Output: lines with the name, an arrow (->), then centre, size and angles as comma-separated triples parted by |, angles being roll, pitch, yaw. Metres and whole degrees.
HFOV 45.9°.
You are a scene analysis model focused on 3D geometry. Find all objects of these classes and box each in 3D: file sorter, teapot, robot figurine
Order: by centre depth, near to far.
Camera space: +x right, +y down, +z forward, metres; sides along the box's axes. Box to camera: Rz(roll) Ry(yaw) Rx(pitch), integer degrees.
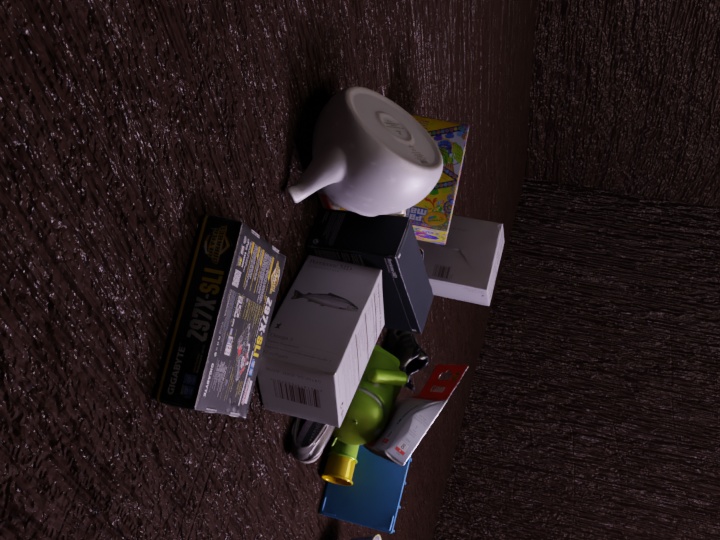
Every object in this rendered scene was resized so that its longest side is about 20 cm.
teapot -> 0.007, -0.144, 1.168 | 0.146, 0.200, 0.198 | -49, -154, 29
robot figurine -> 0.002, 0.214, 1.457 | 0.176, 0.116, 0.200 | -51, -175, 37
file sorter -> 0.023, 0.386, 1.621 | 0.123, 0.138, 0.201 | 69, 34, -68

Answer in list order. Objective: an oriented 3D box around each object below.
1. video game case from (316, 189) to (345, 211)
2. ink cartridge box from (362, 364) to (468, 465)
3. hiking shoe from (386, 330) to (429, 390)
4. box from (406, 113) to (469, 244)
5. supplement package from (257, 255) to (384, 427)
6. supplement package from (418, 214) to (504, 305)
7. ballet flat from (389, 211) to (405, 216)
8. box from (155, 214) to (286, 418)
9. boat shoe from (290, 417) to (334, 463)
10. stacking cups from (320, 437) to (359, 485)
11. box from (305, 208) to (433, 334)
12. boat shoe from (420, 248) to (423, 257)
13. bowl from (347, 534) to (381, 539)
video game case -> -0.021, -0.131, 1.320 | 0.200, 0.017, 0.143 | 69, 34, -62
ink cartridge box -> 0.089, 0.232, 1.456 | 0.200, 0.050, 0.162 | -57, -171, -13
hiking shoe -> 0.104, 0.175, 1.834 | 0.076, 0.100, 0.200 | 83, 23, -51
box -> 0.119, -0.162, 1.568 | 0.200, 0.122, 0.193 | 44, 58, -84
supplement package -> -0.051, 0.094, 1.176 | 0.118, 0.116, 0.200 | 86, 20, -43
supplement package -> 0.197, -0.029, 1.844 | 0.111, 0.199, 0.156 | 59, 45, -67
ballet flat -> 0.035, -0.088, 1.384 | 0.200, 0.068, 0.068 | -62, 148, -51
box -> -0.147, 0.057, 0.932 | 0.160, 0.049, 0.201 | 48, 54, -75
boat shoe -> -0.056, 0.205, 1.337 | 0.057, 0.067, 0.200 | 83, 26, -60
stacking cups -> -0.018, 0.286, 1.550 | 0.061, 0.060, 0.201 | 71, 32, -62
box -> 0.020, 0.004, 1.277 | 0.200, 0.141, 0.079 | 69, 38, -51
boat shoe -> 0.085, -0.022, 1.683 | 0.200, 0.072, 0.073 | -1, 102, -75
bowl -> -0.032, 0.601, 1.648 | 0.201, 0.094, 0.202 | 11, 90, -76
